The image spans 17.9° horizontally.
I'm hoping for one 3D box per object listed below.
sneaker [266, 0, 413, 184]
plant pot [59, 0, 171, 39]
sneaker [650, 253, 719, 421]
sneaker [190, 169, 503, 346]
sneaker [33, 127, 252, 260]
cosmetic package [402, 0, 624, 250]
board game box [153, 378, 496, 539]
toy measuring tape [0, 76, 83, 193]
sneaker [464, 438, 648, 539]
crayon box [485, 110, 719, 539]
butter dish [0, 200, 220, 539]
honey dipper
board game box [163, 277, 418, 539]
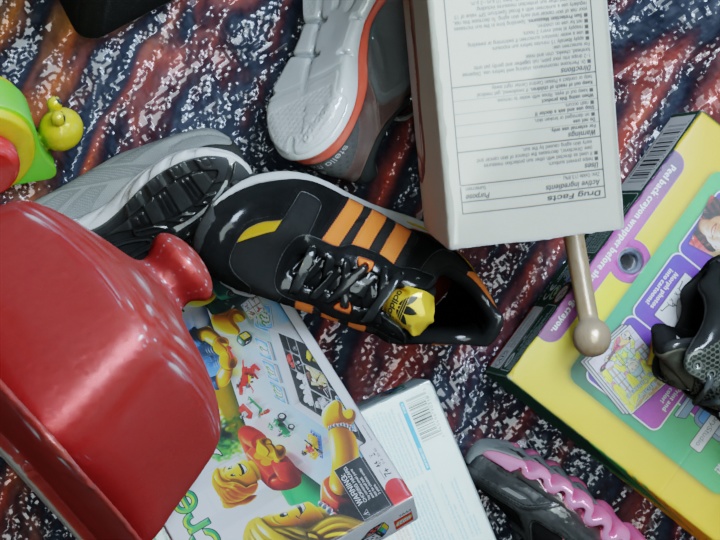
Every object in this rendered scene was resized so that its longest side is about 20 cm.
[{"bbox_3d":[0.011,-0.142,1.344,0.082,0.077,0.200,33,75,-42],"label":"sneaker"},{"bbox_3d":[-0.109,-0.272,1.243,0.199,0.177,0.200,-28,88,-9],"label":"plant pot"},{"bbox_3d":[0.225,0.085,1.315,0.114,0.076,0.200,-8,90,-10],"label":"sneaker"},{"bbox_3d":[0.000,0.000,1.278,0.200,0.090,0.070,13,108,-44],"label":"sneaker"},{"bbox_3d":[-0.152,-0.021,1.308,0.200,0.079,0.074,-23,117,6],"label":"sneaker"},{"bbox_3d":[0.080,-0.120,1.252,0.103,0.087,0.201,-6,100,-8],"label":"cosmetic package"},{"bbox_3d":[-0.027,0.168,1.333,0.200,0.064,0.148,-23,94,-11],"label":"board game box"},{"bbox_3d":[-0.254,-0.070,1.279,0.199,0.074,0.074,-11,93,-12],"label":"toy measuring tape"},{"bbox_3d":[0.129,0.184,1.363,0.200,0.079,0.095,40,95,-7],"label":"sneaker"},{"bbox_3d":[0.205,0.035,1.376,0.172,0.058,0.200,38,83,-10],"label":"crayon box"},{"bbox_3d":[-0.141,0.040,1.200,0.148,0.200,0.200,-42,58,-9],"label":"butter dish"},{"bbox_3d":[0.121,-0.045,1.336,0.038,0.038,0.201,-6,72,-10],"label":"honey dipper"},{"bbox_3d":[-0.071,0.087,1.285,0.126,0.035,0.200,-29,61,-9],"label":"board game box"}]
